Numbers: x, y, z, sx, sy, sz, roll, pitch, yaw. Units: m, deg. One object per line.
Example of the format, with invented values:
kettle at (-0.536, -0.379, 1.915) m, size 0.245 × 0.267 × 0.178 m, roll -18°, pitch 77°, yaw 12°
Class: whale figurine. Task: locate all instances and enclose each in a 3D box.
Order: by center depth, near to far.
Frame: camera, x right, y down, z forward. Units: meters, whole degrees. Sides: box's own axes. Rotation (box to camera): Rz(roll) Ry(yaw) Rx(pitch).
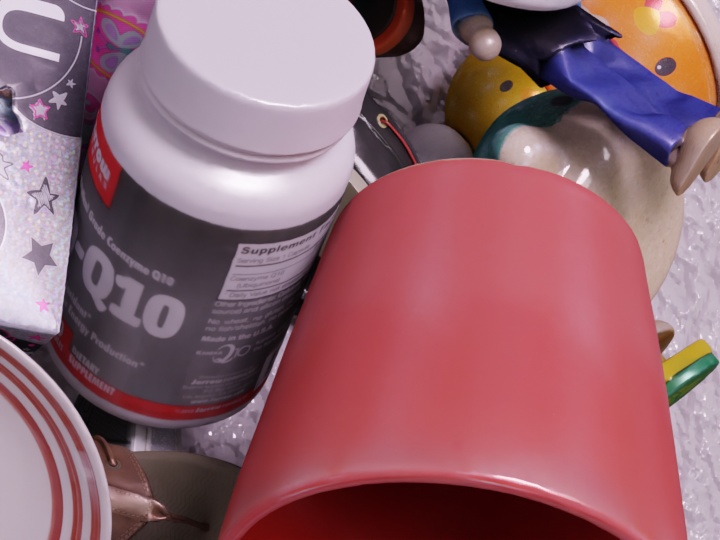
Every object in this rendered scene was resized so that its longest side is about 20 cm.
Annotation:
whale figurine at (0.078, -0.012, 1.113) m, size 0.200 × 0.103 × 0.160 m, roll -40°, pitch 135°, yaw -26°

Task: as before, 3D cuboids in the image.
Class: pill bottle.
pill bottle at (-0.069, -0.033, 0.956) m, size 0.113 × 0.201 × 0.114 m, roll 12°, pitch 44°, yaw -12°

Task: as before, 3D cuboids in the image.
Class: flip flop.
flip flop at (-0.128, 0.102, 0.961) m, size 0.199 × 0.058 × 0.082 m, roll 19°, pitch 81°, yaw 19°

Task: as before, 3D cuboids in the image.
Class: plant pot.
plant pot at (0.045, 0.065, 0.907) m, size 0.200 × 0.200 × 0.178 m, roll 27°, pitch 49°, yaw -24°

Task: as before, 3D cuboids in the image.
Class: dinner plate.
dinner plate at (-0.203, 0.095, 0.923) m, size 0.200 × 0.200 × 0.024 m, roll 46°, pitch 19°, yaw -14°

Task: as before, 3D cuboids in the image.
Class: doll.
doll at (0.099, -0.115, 1.067) m, size 0.200 × 0.049 × 0.136 m, roll 38°, pitch 26°, yaw 16°

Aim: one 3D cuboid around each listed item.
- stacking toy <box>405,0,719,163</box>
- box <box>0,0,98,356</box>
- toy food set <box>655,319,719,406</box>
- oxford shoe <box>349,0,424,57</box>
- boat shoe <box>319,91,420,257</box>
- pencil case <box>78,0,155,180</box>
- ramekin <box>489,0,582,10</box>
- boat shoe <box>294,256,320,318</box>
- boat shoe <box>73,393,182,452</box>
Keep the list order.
stacking toy at (0.099, -0.091, 1.215) m, size 0.200 × 0.146 × 0.147 m, roll -36°, pitch 97°, yaw -18°
box at (-0.193, -0.060, 0.982) m, size 0.114 × 0.132 × 0.201 m, roll 11°, pitch 70°, yaw -23°
toy food set at (0.083, 0.091, 1.090) m, size 0.199 × 0.198 × 0.049 m, roll -26°, pitch 73°, yaw -35°
oxford shoe at (-0.036, -0.188, 1.103) m, size 0.201 × 0.071 × 0.072 m, roll 58°, pitch 15°, yaw 12°
boat shoe at (-0.048, -0.096, 1.090) m, size 0.202 × 0.074 × 0.063 m, roll 49°, pitch 46°, yaw -3°
pencil case at (-0.092, -0.104, 1.022) m, size 0.087 × 0.201 × 0.088 m, roll 15°, pitch 43°, yaw -15°
ramekin at (0.052, -0.210, 1.019) m, size 0.199 × 0.098 × 0.201 m, roll 24°, pitch 26°, yaw -13°
boat shoe at (0.000, 0.000, 1.143) m, size 0.199 × 0.062 × 0.075 m, roll 28°, pitch 64°, yaw -23°
boat shoe at (-0.105, 0.139, 1.029) m, size 0.064 × 0.074 × 0.204 m, roll 7°, pitch 76°, yaw -38°
